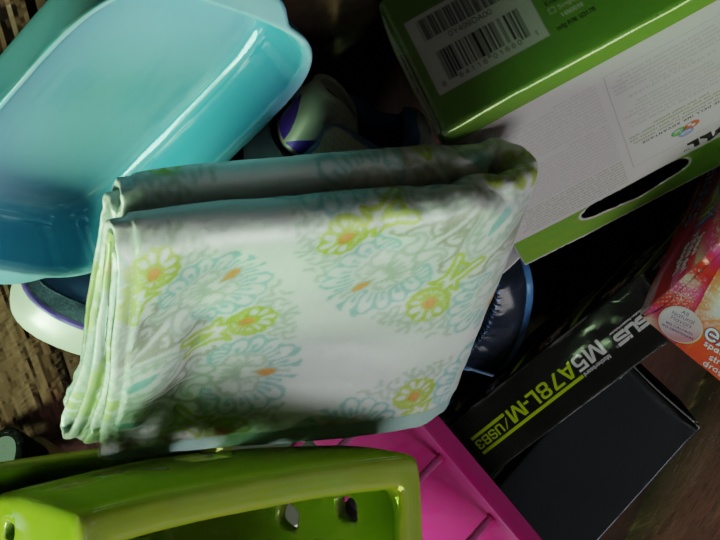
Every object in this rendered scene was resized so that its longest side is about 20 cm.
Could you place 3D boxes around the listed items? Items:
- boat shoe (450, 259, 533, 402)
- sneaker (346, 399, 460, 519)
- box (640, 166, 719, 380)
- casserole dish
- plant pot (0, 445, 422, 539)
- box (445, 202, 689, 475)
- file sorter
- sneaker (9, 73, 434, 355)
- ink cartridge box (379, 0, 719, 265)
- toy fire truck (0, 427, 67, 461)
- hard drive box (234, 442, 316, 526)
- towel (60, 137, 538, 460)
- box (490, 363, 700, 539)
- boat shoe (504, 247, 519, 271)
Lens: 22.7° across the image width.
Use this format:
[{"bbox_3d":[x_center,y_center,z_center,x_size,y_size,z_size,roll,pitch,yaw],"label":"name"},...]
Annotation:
[{"bbox_3d":[0.041,0.049,1.083,0.068,0.085,0.201,-7,149,-27],"label":"boat shoe"},{"bbox_3d":[0.027,0.158,1.287,0.073,0.081,0.200,-11,152,-30],"label":"sneaker"},{"bbox_3d":[0.241,-0.027,0.979,0.096,0.099,0.200,-48,-175,43],"label":"box"},{"bbox_3d":[-0.109,-0.066,0.752,0.121,0.039,0.200,11,138,-46],"label":"casserole dish"},{"bbox_3d":[-0.098,0.182,0.871,0.198,0.202,0.181,-4,-172,-39],"label":"plant pot"},{"bbox_3d":[0.150,0.034,1.104,0.193,0.048,0.200,-40,179,34],"label":"box"},{"bbox_3d":[0.020,0.187,1.069,0.125,0.200,0.139,-43,-174,-27],"label":"file sorter"},{"bbox_3d":[-0.060,-0.036,0.847,0.198,0.081,0.147,1,129,-19],"label":"sneaker"},{"bbox_3d":[0.109,-0.092,0.872,0.147,0.076,0.200,-28,157,6],"label":"ink cartridge box"},{"bbox_3d":[-0.245,0.200,1.025,0.199,0.177,0.128,-29,132,28],"label":"toy fire truck"},{"bbox_3d":[-0.099,0.193,1.245,0.155,0.077,0.200,-20,155,-12],"label":"hard drive box"},{"bbox_3d":[-0.030,0.018,0.808,0.198,0.048,0.172,-7,144,-21],"label":"towel"},{"bbox_3d":[0.133,0.147,1.228,0.200,0.079,0.141,-49,176,6],"label":"box"},{"bbox_3d":[0.000,0.000,0.980,0.199,0.071,0.070,-26,-176,-7],"label":"boat shoe"}]
